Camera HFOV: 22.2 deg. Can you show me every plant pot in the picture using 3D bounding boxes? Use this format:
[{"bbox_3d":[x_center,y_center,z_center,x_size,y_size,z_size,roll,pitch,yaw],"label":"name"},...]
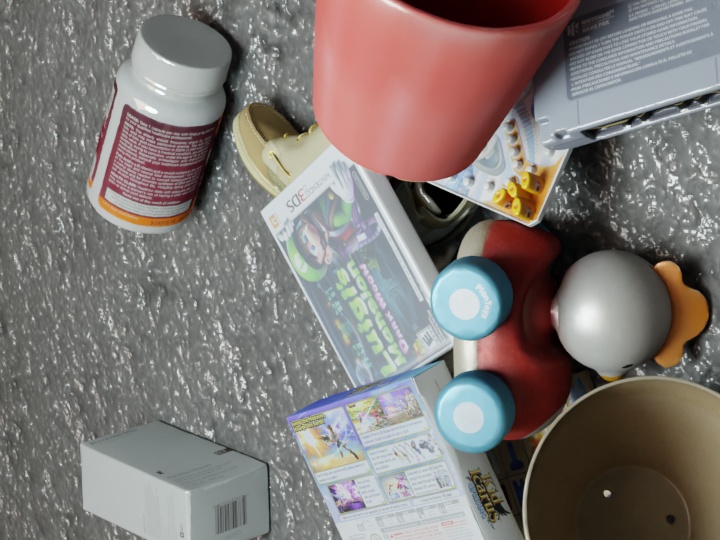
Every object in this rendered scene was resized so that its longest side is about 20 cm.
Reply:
[{"bbox_3d":[0.049,-0.178,1.382,0.201,0.199,0.178,50,142,28],"label":"plant pot"},{"bbox_3d":[0.218,0.191,1.413,0.135,0.198,0.202,93,155,-78],"label":"plant pot"}]

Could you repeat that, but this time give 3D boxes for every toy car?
[{"bbox_3d":[0.175,0.050,1.453,0.198,0.184,0.179,2,103,20],"label":"toy car"}]

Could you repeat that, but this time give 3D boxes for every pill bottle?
[{"bbox_3d":[-0.200,-0.147,1.843,0.114,0.113,0.201,47,132,31],"label":"pill bottle"}]

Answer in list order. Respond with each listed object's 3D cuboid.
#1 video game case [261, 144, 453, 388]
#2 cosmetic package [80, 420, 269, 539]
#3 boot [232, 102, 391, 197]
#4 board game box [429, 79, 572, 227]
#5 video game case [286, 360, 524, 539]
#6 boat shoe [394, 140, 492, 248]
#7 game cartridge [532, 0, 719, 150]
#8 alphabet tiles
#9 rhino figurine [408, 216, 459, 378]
[{"bbox_3d":[0.000,0.000,1.593,0.201,0.023,0.182,61,148,6],"label":"video game case"},{"bbox_3d":[-0.199,0.230,1.946,0.199,0.112,0.082,16,112,44],"label":"cosmetic package"},{"bbox_3d":[-0.034,-0.125,1.690,0.201,0.072,0.156,56,132,33],"label":"boot"},{"bbox_3d":[0.105,-0.160,1.487,0.199,0.026,0.202,26,94,42],"label":"board game box"},{"bbox_3d":[0.039,0.185,1.601,0.199,0.045,0.183,-21,95,52],"label":"video game case"},{"bbox_3d":[0.071,-0.074,1.581,0.200,0.068,0.075,-39,70,47],"label":"boat shoe"},{"bbox_3d":[0.216,-0.176,1.357,0.199,0.040,0.135,-14,72,37],"label":"game cartridge"},{"bbox_3d":[0.156,0.190,1.600,0.199,0.007,0.169,-25,81,49],"label":"alphabet tiles"},{"bbox_3d":[0.068,0.045,1.603,0.087,0.060,0.202,9,120,48],"label":"rhino figurine"}]
